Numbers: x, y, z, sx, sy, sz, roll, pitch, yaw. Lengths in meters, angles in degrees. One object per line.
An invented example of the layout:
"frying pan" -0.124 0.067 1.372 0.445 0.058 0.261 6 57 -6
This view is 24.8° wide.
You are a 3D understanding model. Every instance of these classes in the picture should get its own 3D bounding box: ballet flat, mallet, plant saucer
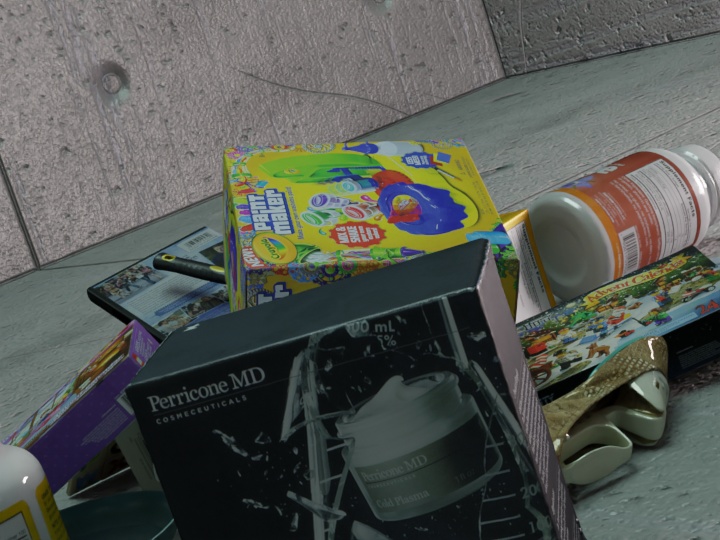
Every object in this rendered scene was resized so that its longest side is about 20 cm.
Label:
"ballet flat" 0.164 0.104 1.096 0.065 0.071 0.200 26 40 36
"mallet" -0.101 0.004 1.485 0.200 0.041 0.066 19 44 37
"plant saucer" -0.214 0.206 1.127 0.200 0.027 0.200 -18 9 3

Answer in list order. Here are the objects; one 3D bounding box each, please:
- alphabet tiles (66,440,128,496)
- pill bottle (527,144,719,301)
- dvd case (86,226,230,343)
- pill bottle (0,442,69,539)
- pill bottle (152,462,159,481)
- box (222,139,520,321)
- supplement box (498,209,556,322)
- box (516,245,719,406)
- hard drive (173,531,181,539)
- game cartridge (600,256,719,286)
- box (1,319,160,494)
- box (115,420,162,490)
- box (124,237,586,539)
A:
"alphabet tiles" -0.165 0.115 1.448 0.200 0.008 0.167 -24 -27 -31
"pill bottle" 0.262 -0.052 1.578 0.200 0.112 0.112 -24 12 -33
"dvd case" -0.151 0.022 1.536 0.143 0.018 0.200 -30 33 -25
"pill bottle" -0.226 0.175 0.963 0.112 0.200 0.112 -17 10 3
"pill bottle" -0.025 0.107 1.036 0.200 0.111 0.111 7 13 5
"box" 0.000 0.000 1.218 0.193 0.122 0.200 -3 29 -9
"supplement box" 0.076 0.031 1.467 0.109 0.109 0.200 -10 12 36
"box" 0.189 0.054 1.243 0.200 0.038 0.137 -24 18 0
"hard drive" -0.175 0.217 1.149 0.132 0.027 0.200 -12 12 34
"game cartridge" 0.277 0.024 1.365 0.200 0.040 0.133 -11 9 35
"box" -0.223 0.126 1.172 0.200 0.039 0.137 -43 10 1
"box" -0.086 0.099 1.322 0.200 0.109 0.128 -27 -2 -42
"box" 0.004 0.110 0.914 0.200 0.197 0.124 -17 10 11
